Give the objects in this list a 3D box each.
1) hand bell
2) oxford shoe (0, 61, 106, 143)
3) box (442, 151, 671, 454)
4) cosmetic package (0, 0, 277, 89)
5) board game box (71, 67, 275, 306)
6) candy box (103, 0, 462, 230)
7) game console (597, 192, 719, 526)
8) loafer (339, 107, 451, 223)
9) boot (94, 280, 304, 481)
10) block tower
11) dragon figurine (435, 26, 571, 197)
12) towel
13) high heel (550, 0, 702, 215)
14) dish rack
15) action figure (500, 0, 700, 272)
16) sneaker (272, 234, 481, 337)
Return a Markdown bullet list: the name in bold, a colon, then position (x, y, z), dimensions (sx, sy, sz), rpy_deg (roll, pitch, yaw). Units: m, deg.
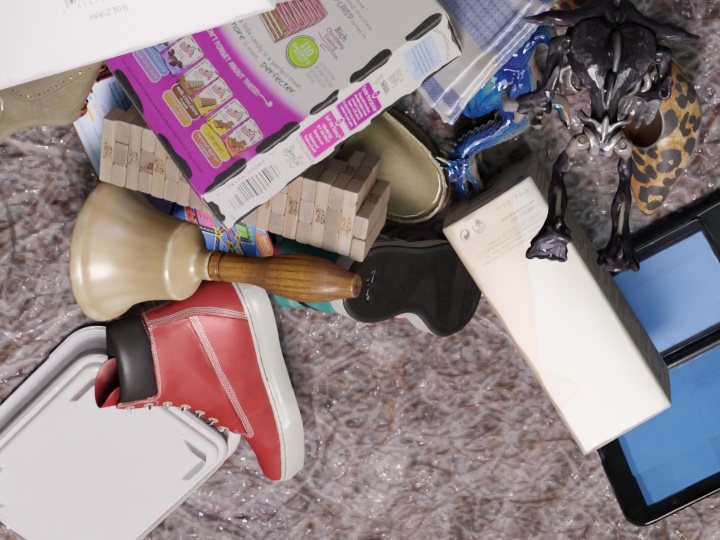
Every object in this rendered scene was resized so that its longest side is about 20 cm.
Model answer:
- **hand bell**: position (-0.091, -0.001, 1.313), dimensions (0.198, 0.104, 0.105), rpy_deg (9, 125, 24)
- **oxford shoe**: position (-0.200, -0.146, 1.305), dimensions (0.199, 0.071, 0.075), rpy_deg (-24, 115, 22)
- **box**: position (0.147, 0.023, 1.391), dimensions (0.077, 0.095, 0.201), rpy_deg (-30, 98, 13)
- **cosmetic package**: position (-0.163, -0.228, 1.182), dimensions (0.197, 0.201, 0.124), rpy_deg (-16, 119, 4)
- **board game box**: position (-0.136, -0.065, 1.391), dimensions (0.102, 0.020, 0.201), rpy_deg (-17, 121, 7)
- **candy box**: position (-0.051, -0.143, 1.252), dimensions (0.199, 0.137, 0.061), rpy_deg (-36, 155, 0)
- **game console**: position (0.249, 0.067, 1.448), dimensions (0.199, 0.119, 0.171), rpy_deg (-28, 120, 12)
- **loafer**: position (-0.012, -0.094, 1.355), dimensions (0.200, 0.068, 0.076), rpy_deg (38, 112, -24)
- **boot**: position (-0.124, 0.100, 1.435), dimensions (0.143, 0.072, 0.201), rpy_deg (-24, 128, -12)
- **block tower**: position (-0.080, -0.069, 1.311), dimensions (0.198, 0.058, 0.054), rpy_deg (17, 125, 11)
- **dragon figurine**: position (0.094, -0.143, 1.339), dimensions (0.098, 0.059, 0.201), rpy_deg (-9, 123, 0)
- **towel**: position (0.083, -0.216, 1.263), dimensions (0.200, 0.147, 0.024), rpy_deg (-47, 153, 21)
- **high heel**: position (0.170, -0.127, 1.319), dimensions (0.142, 0.071, 0.202), rpy_deg (-12, 113, -33)
- **dish rack**: position (-0.212, 0.154, 1.505), dimensions (0.171, 0.044, 0.200), rpy_deg (38, 112, -25)
- **action figure**: position (0.152, -0.105, 1.243), dimensions (0.118, 0.102, 0.202), rpy_deg (6, 95, -10)
- **sneaker**: position (0.000, 0.000, 1.404), dimensions (0.199, 0.120, 0.084), rpy_deg (11, 99, -57)
